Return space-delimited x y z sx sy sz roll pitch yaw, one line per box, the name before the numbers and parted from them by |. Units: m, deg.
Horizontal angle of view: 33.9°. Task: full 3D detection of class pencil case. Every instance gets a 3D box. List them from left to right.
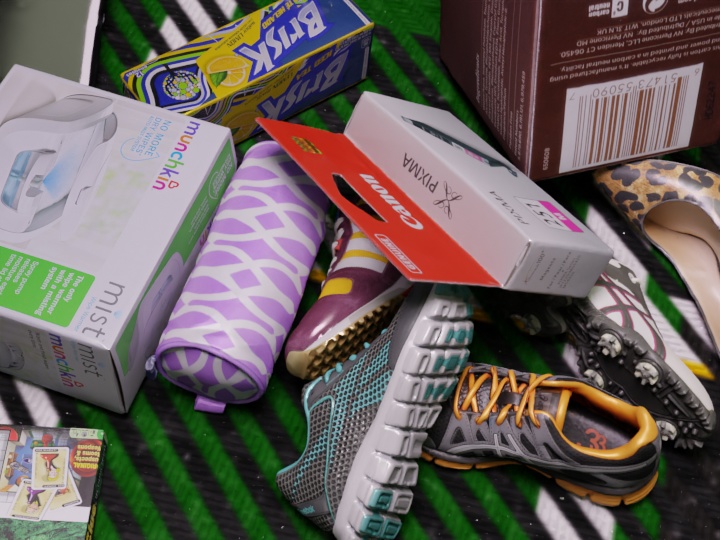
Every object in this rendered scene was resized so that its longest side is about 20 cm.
pencil case | -0.076 0.003 0.836 0.084 0.086 0.200 14 58 12

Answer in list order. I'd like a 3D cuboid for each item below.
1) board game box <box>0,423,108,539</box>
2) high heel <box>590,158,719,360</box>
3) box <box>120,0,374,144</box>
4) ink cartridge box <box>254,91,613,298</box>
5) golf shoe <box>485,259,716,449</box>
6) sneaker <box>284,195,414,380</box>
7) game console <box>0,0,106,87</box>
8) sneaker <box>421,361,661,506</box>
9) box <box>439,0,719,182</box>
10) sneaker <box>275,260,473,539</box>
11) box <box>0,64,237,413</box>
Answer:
board game box | -0.272 0.148 0.765 0.200 0.023 0.105 3 59 -3
high heel | 0.243 0.000 0.873 0.200 0.071 0.143 30 56 6
box | -0.088 -0.156 0.946 0.200 0.070 0.064 -31 65 -22
ink cartridge box | 0.049 -0.059 0.803 0.174 0.044 0.200 7 31 -44
golf shoe | 0.185 0.038 0.844 0.088 0.077 0.200 -32 66 -30
sneaker | 0.000 0.000 0.855 0.090 0.075 0.200 39 54 18
game console | -0.308 -0.225 1.003 0.200 0.116 0.176 6 27 -1
sneaker | 0.109 0.096 0.797 0.200 0.077 0.078 13 59 6
box | 0.169 -0.200 0.909 0.166 0.164 0.200 -13 42 -11
sneaker | 0.005 0.080 0.766 0.091 0.078 0.200 22 87 28
box | -0.206 -0.025 0.838 0.176 0.097 0.200 18 57 9
